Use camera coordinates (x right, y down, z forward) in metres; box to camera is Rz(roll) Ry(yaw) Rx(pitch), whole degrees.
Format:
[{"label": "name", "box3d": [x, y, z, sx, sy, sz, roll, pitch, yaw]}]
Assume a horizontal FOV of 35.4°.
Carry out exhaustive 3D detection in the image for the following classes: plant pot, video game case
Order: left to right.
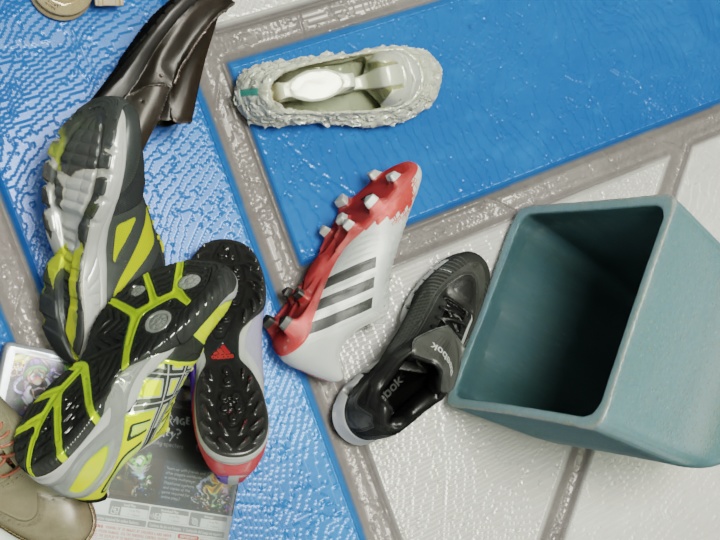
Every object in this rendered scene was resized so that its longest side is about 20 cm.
[{"label": "video game case", "box3d": [-0.192, 0.163, 0.866, 0.200, 0.023, 0.182, 14, 81, -21]}, {"label": "plant pot", "box3d": [0.234, 0.071, 0.974, 0.200, 0.196, 0.197, 29, 75, -28]}]

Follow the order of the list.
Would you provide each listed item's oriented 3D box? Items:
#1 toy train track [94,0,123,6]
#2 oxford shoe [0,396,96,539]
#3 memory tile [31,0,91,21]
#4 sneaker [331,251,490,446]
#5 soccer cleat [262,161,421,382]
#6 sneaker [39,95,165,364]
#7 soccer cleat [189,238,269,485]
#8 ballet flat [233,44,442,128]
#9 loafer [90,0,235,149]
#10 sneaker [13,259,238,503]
[{"label": "toy train track", "box3d": [-0.161, -0.271, 0.895, 0.200, 0.033, 0.115, -9, 93, -31]}, {"label": "oxford shoe", "box3d": [-0.260, 0.126, 0.786, 0.200, 0.075, 0.070, 47, 72, -11]}, {"label": "memory tile", "box3d": [-0.281, -0.297, 0.866, 0.200, 0.017, 0.154, 24, 77, -20]}, {"label": "sneaker", "box3d": [0.059, 0.065, 0.946, 0.066, 0.090, 0.200, 44, 71, -16]}, {"label": "soccer cleat", "box3d": [0.000, 0.000, 0.943, 0.085, 0.069, 0.200, 40, 75, -25]}, {"label": "sneaker", "box3d": [-0.186, -0.032, 0.841, 0.085, 0.074, 0.200, -8, 117, -50]}, {"label": "soccer cleat", "box3d": [-0.105, 0.067, 0.876, 0.068, 0.073, 0.200, -1, 55, -12]}, {"label": "ballet flat", "box3d": [-0.007, -0.153, 0.949, 0.200, 0.072, 0.072, -13, 91, -25]}, {"label": "loafer", "box3d": [-0.158, -0.144, 0.884, 0.071, 0.073, 0.200, 39, 81, -20]}, {"label": "sneaker", "box3d": [-0.159, 0.075, 0.806, 0.200, 0.075, 0.076, -49, 138, -18]}]
